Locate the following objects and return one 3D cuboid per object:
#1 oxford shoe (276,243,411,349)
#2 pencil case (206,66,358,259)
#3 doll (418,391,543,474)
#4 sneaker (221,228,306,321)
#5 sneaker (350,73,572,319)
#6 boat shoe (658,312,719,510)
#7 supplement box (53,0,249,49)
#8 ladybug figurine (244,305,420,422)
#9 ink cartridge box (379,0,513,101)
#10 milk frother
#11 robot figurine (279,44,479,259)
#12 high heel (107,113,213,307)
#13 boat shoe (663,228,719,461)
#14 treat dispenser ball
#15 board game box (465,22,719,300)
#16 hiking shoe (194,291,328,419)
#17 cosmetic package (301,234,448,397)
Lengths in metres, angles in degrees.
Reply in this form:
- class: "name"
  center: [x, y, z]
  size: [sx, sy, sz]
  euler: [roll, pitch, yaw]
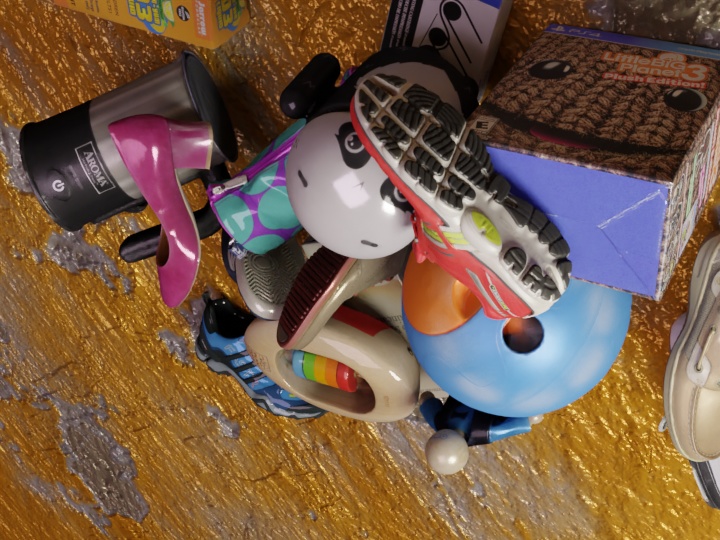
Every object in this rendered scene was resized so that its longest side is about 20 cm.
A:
- class: "oxford shoe"
  center: [0.000, 0.000, 0.968]
  size: [0.074, 0.071, 0.201]
  euler: [34, 98, -29]
- class: "pencil case"
  center: [-0.052, -0.099, 0.983]
  size: [0.199, 0.086, 0.092]
  euler: [-37, 141, 19]
- class: "doll"
  center: [0.115, 0.121, 1.006]
  size: [0.135, 0.200, 0.049]
  euler: [-1, 124, 34]
- class: "sneaker"
  center: [-0.104, -0.001, 1.078]
  size: [0.074, 0.201, 0.085]
  euler: [12, 124, -18]
- class: "sneaker"
  center: [0.054, -0.041, 0.724]
  size: [0.201, 0.077, 0.085]
  euler: [49, 141, -6]
- class: "boat shoe"
  center: [0.315, 0.131, 0.971]
  size: [0.068, 0.073, 0.201]
  euler: [-2, 118, 59]
- class: "supplement box"
  center: [-0.206, -0.275, 1.015]
  size: [0.197, 0.069, 0.067]
  euler: [17, 134, 20]
- class: "ladybug figurine"
  center: [-0.026, 0.083, 1.057]
  size: [0.197, 0.072, 0.137]
  euler: [17, 142, 22]
- class: "ink cartridge box"
  center: [0.077, -0.231, 0.866]
  size: [0.093, 0.044, 0.202]
  euler: [26, 134, 13]
- class: "milk frother"
  center: [-0.222, -0.131, 1.105]
  size: [0.186, 0.201, 0.182]
  euler: [-21, 128, 9]
- class: "robot figurine"
  center: [0.023, -0.098, 0.833]
  size: [0.148, 0.200, 0.126]
  euler: [10, 130, 26]
- class: "high heel"
  center: [-0.197, -0.051, 0.995]
  size: [0.068, 0.095, 0.202]
  euler: [-120, 36, -46]
- class: "boat shoe"
  center: [0.304, 0.069, 0.876]
  size: [0.065, 0.071, 0.203]
  euler: [-147, 61, -63]
- class: "treat dispenser ball"
  center: [0.134, 0.025, 0.917]
  size: [0.198, 0.201, 0.203]
  euler: [19, 132, 22]
- class: "board game box"
  center: [0.179, -0.090, 0.793]
  size: [0.157, 0.200, 0.098]
  euler: [15, 131, 24]
- class: "hiking shoe"
  center: [-0.114, 0.105, 1.245]
  size: [0.198, 0.075, 0.087]
  euler: [25, 135, 16]
- class: "cosmetic package"
  center: [0.033, 0.032, 1.087]
  size: [0.104, 0.071, 0.202]
  euler: [-10, 117, 39]
